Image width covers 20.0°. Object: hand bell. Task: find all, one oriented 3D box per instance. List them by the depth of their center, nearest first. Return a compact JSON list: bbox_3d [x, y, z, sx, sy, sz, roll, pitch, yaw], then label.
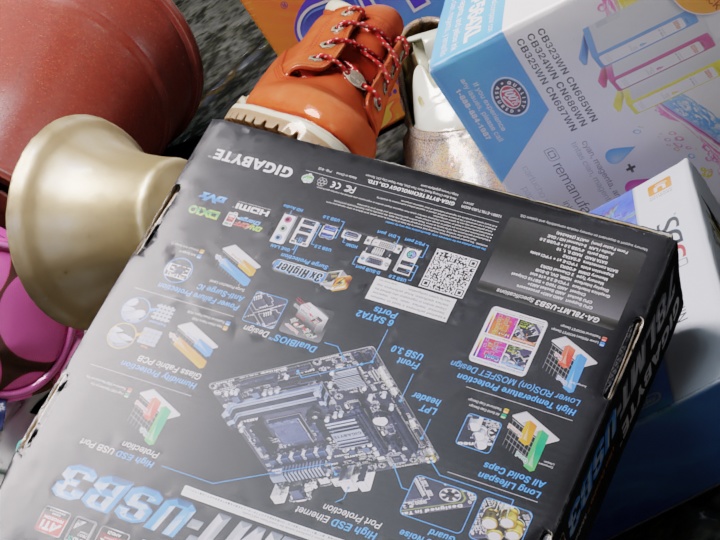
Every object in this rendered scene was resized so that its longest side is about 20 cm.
[{"bbox_3d":[-0.058,-0.026,0.932,0.199,0.105,0.104,-2,39,39],"label":"hand bell"}]

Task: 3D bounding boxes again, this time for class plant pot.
[{"bbox_3d":[-0.226,-0.086,1.354,0.200,0.201,0.196,-20,35,33],"label":"plant pot"}]

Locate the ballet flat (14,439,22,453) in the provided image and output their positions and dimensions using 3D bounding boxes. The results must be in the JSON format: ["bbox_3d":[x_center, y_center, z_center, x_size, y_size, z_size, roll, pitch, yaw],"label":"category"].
[{"bbox_3d":[-0.134,0.143,0.919,0.065,0.071,0.201,-2,41,3],"label":"ballet flat"}]

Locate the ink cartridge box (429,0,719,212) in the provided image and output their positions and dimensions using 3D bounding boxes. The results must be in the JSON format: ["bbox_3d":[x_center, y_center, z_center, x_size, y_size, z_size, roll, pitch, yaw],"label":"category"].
[{"bbox_3d":[0.152,-0.114,0.940,0.199,0.129,0.126,-25,25,25],"label":"ink cartridge box"}]

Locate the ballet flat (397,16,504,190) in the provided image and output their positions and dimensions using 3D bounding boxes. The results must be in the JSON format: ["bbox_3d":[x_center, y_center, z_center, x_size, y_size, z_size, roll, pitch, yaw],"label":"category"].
[{"bbox_3d":[0.047,-0.092,1.111,0.067,0.068,0.200,-16,23,-4],"label":"ballet flat"}]

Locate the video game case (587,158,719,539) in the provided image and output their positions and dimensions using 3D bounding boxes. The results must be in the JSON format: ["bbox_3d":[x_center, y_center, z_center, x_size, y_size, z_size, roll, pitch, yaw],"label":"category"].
[{"bbox_3d":[0.068,0.053,0.843,0.199,0.046,0.182,-29,23,16],"label":"video game case"}]

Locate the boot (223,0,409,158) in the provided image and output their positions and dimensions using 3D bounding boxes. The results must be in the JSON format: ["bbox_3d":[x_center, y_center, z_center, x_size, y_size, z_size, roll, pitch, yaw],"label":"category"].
[{"bbox_3d":[-0.015,-0.097,1.070,0.107,0.075,0.200,-50,14,2],"label":"boot"}]

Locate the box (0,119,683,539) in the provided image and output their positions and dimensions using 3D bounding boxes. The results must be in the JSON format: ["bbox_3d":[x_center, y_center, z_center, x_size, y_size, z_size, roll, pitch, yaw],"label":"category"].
[{"bbox_3d":[-0.008,0.052,0.738,0.198,0.050,0.200,15,61,21],"label":"box"}]

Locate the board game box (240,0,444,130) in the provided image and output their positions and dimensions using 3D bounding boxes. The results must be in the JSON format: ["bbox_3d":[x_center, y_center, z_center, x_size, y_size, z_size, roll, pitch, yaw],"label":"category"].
[{"bbox_3d":[0.027,-0.239,1.264,0.199,0.201,0.200,-27,24,20],"label":"board game box"}]

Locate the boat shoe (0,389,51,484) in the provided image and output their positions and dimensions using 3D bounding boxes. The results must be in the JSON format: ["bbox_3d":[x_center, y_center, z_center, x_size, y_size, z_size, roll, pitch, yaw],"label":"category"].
[{"bbox_3d":[-0.166,0.104,1.046,0.065,0.072,0.200,-31,15,21],"label":"boat shoe"}]

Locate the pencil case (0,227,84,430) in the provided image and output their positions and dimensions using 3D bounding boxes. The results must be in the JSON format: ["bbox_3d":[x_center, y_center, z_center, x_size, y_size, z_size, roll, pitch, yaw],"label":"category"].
[{"bbox_3d":[-0.195,0.021,1.079,0.200,0.093,0.092,-154,82,-75],"label":"pencil case"}]
